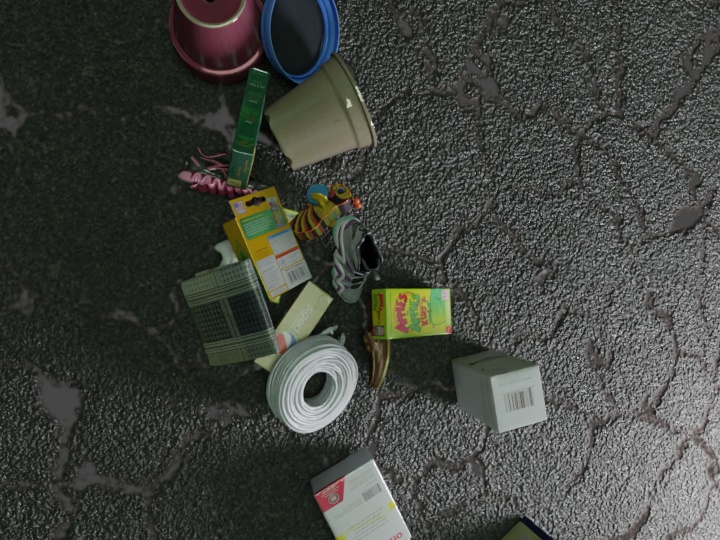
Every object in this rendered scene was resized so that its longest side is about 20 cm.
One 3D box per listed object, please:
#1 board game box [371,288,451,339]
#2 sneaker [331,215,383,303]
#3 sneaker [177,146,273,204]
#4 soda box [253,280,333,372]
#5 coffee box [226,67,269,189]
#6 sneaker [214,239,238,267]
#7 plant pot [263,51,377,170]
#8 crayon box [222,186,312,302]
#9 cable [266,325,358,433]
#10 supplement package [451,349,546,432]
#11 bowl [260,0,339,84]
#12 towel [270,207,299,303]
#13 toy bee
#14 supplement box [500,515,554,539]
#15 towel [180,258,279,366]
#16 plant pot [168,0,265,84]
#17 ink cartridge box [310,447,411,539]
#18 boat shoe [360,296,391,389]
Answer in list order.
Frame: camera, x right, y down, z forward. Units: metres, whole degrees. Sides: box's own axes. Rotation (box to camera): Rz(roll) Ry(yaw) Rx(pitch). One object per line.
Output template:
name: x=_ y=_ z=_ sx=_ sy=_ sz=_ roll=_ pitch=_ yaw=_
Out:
board game box: x=0.114 y=0.091 z=1.131 sx=0.198 sy=0.047 sz=0.103 roll=1 pitch=86 yaw=-40
sneaker: x=0.000 y=0.000 z=1.073 sx=0.077 sy=0.140 sz=0.203 roll=-21 pitch=123 yaw=-26
sneaker: x=-0.266 y=-0.199 z=1.074 sx=0.197 sy=0.079 sz=0.097 roll=13 pitch=75 yaw=-15
soda box: x=-0.142 y=0.121 z=1.104 sx=0.067 sy=0.064 sz=0.201 roll=36 pitch=82 yaw=-11
coffee box: x=-0.220 y=-0.274 z=1.021 sx=0.043 sy=0.123 sz=0.203 roll=12 pitch=62 yaw=-16
sneaker: x=-0.250 y=0.029 z=1.071 sx=0.098 sy=0.078 sz=0.203 roll=-12 pitch=82 yaw=4
plant pot: x=-0.090 y=-0.305 z=1.065 sx=0.182 sy=0.200 sz=0.203 roll=-27 pitch=96 yaw=-2
crayon box: x=-0.188 y=-0.052 z=1.039 sx=0.125 sy=0.051 sz=0.203 roll=-29 pitch=100 yaw=-48
cable: x=-0.095 y=0.235 z=1.079 sx=0.198 sy=0.069 sz=0.203 roll=-19 pitch=116 yaw=-32
supplement package: x=0.295 y=0.255 z=1.142 sx=0.115 sy=0.200 sz=0.119 roll=-11 pitch=93 yaw=-14
bowl: x=-0.121 y=-0.487 z=1.065 sx=0.199 sy=0.039 sz=0.204 roll=-28 pitch=127 yaw=-44
towel: x=-0.190 y=-0.037 z=1.118 sx=0.085 sy=0.018 sz=0.203 roll=14 pitch=88 yaw=-8
toy bee: x=-0.059 y=-0.143 z=1.089 sx=0.108 sy=0.130 sz=0.202 roll=28 pitch=97 yaw=25
supplement box: x=0.393 y=0.733 z=1.200 sx=0.199 sy=0.134 sz=0.201 roll=-36 pitch=98 yaw=-11
towel: x=-0.257 y=0.086 z=1.034 sx=0.198 sy=0.034 sz=0.195 roll=-14 pitch=98 yaw=31
plant pot: x=-0.275 y=-0.488 z=1.003 sx=0.196 sy=0.179 sz=0.204 roll=0 pitch=89 yaw=-9
ink cartridge box: x=-0.001 y=0.516 z=1.128 sx=0.144 sy=0.083 sz=0.202 roll=-27 pitch=96 yaw=-12
boat shoe: x=0.032 y=0.154 z=1.147 sx=0.066 sy=0.072 sz=0.204 roll=8 pitch=82 yaw=-9
